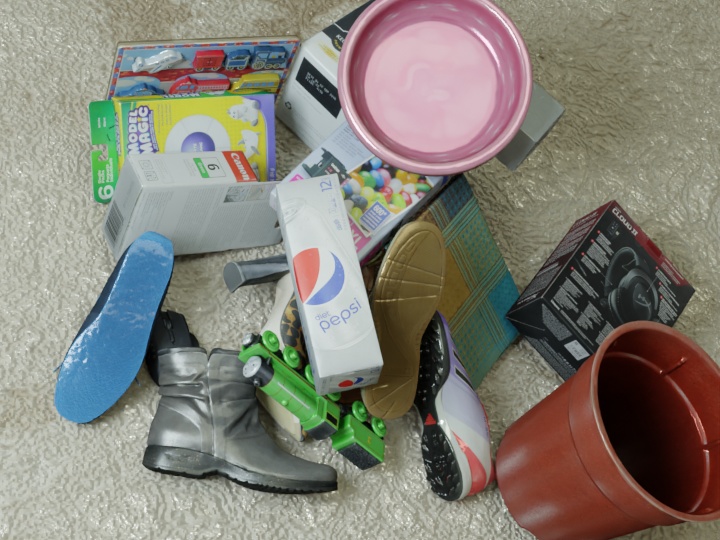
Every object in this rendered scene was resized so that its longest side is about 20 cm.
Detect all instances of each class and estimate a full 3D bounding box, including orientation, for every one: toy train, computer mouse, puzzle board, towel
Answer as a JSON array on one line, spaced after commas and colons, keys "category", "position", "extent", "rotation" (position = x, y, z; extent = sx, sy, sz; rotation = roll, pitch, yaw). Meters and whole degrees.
[{"category": "toy train", "position": [-0.046, 0.130, 1.254], "extent": [0.200, 0.042, 0.057], "rotation": [41, 37, -31]}, {"category": "computer mouse", "position": [-0.205, 0.034, 1.327], "extent": [0.058, 0.034, 0.201], "rotation": [-7, 62, -22]}, {"category": "puzzle board", "position": [-0.177, -0.201, 1.404], "extent": [0.199, 0.151, 0.017], "rotation": [-6, 62, -23]}, {"category": "towel", "position": [0.108, 0.016, 1.385], "extent": [0.147, 0.022, 0.201], "rotation": [-45, 119, -35]}]

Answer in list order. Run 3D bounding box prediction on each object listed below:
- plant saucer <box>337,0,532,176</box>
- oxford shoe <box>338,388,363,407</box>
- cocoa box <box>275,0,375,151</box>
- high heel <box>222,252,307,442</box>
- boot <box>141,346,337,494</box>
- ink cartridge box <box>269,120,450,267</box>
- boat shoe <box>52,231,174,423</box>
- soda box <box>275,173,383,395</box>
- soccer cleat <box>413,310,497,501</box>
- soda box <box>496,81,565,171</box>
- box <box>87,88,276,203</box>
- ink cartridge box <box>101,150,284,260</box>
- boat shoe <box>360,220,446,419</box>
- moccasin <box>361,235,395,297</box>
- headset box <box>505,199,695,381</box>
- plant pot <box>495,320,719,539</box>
[{"category": "plant saucer", "position": [0.075, -0.193, 1.316], "extent": [0.199, 0.051, 0.202], "rotation": [0, 83, -1]}, {"category": "oxford shoe", "position": [0.025, 0.067, 1.366], "extent": [0.071, 0.071, 0.200], "rotation": [40, 57, 5]}, {"category": "cocoa box", "position": [0.025, -0.183, 1.475], "extent": [0.200, 0.134, 0.131], "rotation": [45, 56, 10]}, {"category": "high heel", "position": [-0.056, 0.073, 1.347], "extent": [0.142, 0.071, 0.201], "rotation": [-9, 76, -48]}, {"category": "boot", "position": [-0.108, 0.144, 1.253], "extent": [0.199, 0.070, 0.132], "rotation": [13, 74, -13]}, {"category": "ink cartridge box", "position": [0.014, -0.102, 1.339], "extent": [0.119, 0.042, 0.200], "rotation": [41, 67, 10]}, {"category": "boat shoe", "position": [-0.235, 0.061, 1.270], "extent": [0.084, 0.069, 0.201], "rotation": [33, 80, -9]}, {"category": "soda box", "position": [-0.032, 0.013, 1.233], "extent": [0.063, 0.068, 0.201], "rotation": [-11, 72, -8]}, {"category": "soccer cleat", "position": [0.094, 0.134, 1.329], "extent": [0.073, 0.068, 0.201], "rotation": [-10, 88, -40]}, {"category": "soda box", "position": [0.119, -0.204, 1.393], "extent": [0.200, 0.063, 0.068], "rotation": [41, 57, 4]}, {"category": "box", "position": [-0.191, -0.132, 1.385], "extent": [0.199, 0.048, 0.118], "rotation": [-7, 105, -21]}, {"category": "ink cartridge box", "position": [-0.161, -0.071, 1.346], "extent": [0.199, 0.109, 0.050], "rotation": [-7, 52, -35]}, {"category": "boat shoe", "position": [0.032, 0.044, 1.285], "extent": [0.073, 0.069, 0.201], "rotation": [11, 98, -20]}, {"category": "moccasin", "position": [0.001, 0.000, 1.370], "extent": [0.078, 0.073, 0.202], "rotation": [58, 43, -26]}, {"category": "headset box", "position": [0.279, 0.030, 1.454], "extent": [0.149, 0.077, 0.200], "rotation": [46, 54, -8]}, {"category": "plant pot", "position": [0.248, 0.181, 1.284], "extent": [0.200, 0.195, 0.202], "rotation": [16, 56, -26]}]
